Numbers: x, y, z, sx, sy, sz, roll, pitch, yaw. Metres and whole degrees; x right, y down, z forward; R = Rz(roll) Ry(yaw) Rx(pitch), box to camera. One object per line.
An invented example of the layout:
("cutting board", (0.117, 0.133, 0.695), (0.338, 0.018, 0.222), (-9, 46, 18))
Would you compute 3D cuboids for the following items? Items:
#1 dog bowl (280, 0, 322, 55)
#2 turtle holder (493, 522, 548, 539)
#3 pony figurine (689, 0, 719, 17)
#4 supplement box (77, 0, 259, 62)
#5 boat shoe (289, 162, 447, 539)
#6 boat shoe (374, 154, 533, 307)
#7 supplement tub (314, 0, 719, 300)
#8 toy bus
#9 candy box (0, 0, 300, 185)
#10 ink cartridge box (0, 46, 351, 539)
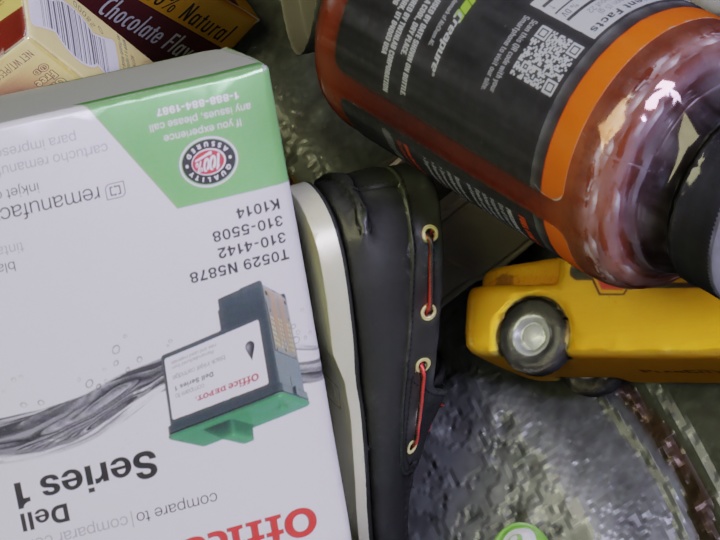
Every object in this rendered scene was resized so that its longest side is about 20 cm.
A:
("dog bowl", (0.001, -0.192, 1.064), (0.058, 0.200, 0.201), (0, 76, -8))
("turtle holder", (0.033, 0.181, 0.958), (0.140, 0.186, 0.132), (-27, 63, -3))
("pony figurine", (0.142, -0.156, 0.989), (0.199, 0.166, 0.194), (13, 112, 46))
("supplement box", (-0.196, -0.117, 1.142), (0.200, 0.197, 0.133), (-45, 53, 15))
("boat shoe", (0.008, 0.051, 1.029), (0.074, 0.063, 0.202), (-131, 33, -54))
("boat shoe", (0.000, 0.000, 1.087), (0.200, 0.067, 0.057), (-35, 42, 25))
("supplement tub", (0.081, -0.061, 0.938), (0.200, 0.107, 0.107), (35, 97, 37))
("toy bus", (0.143, 0.006, 0.988), (0.199, 0.065, 0.079), (-1, 78, 30))
("candy box", (-0.122, -0.037, 1.083), (0.115, 0.200, 0.056), (-31, 46, 21))
("ink cartridge box", (-0.094, 0.028, 0.985), (0.084, 0.145, 0.201), (-150, 48, -70))
